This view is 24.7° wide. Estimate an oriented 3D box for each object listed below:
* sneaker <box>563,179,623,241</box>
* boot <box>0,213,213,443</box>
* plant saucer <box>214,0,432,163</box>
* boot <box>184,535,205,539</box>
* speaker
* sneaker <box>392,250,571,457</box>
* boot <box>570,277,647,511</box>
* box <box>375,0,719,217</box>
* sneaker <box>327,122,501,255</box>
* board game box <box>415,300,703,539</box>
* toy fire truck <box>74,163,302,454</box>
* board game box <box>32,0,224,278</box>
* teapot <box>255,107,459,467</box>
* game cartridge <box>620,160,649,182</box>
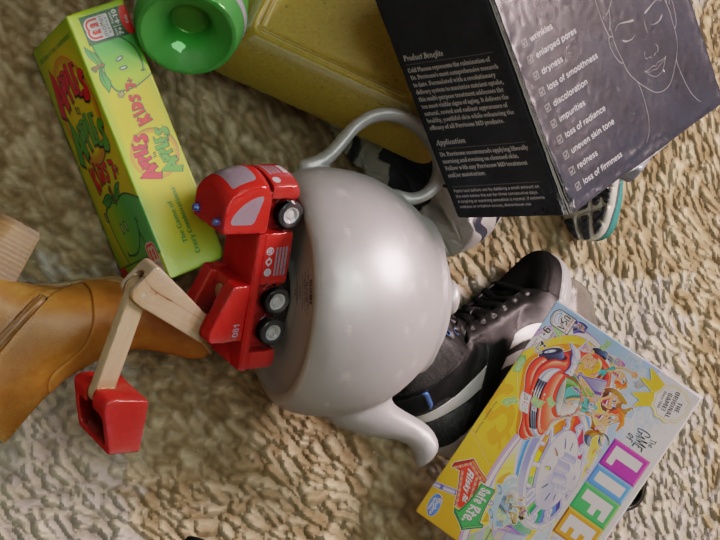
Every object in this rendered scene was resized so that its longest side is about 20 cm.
[{"bbox_3d":[0.226,-0.118,1.436,0.080,0.077,0.200,21,73,-31],"label":"sneaker"},{"bbox_3d":[-0.222,0.064,1.200,0.201,0.071,0.144,30,77,-16],"label":"boot"},{"bbox_3d":[0.005,-0.213,1.274,0.200,0.048,0.200,24,85,1],"label":"plant saucer"},{"bbox_3d":[-0.110,0.319,1.202,0.168,0.076,0.200,-45,108,-28],"label":"boot"},{"bbox_3d":[-0.118,-0.236,1.234,0.088,0.088,0.200,26,40,-20],"label":"speaker"},{"bbox_3d":[0.092,0.042,1.328,0.112,0.073,0.200,49,65,-35],"label":"sneaker"},{"bbox_3d":[0.198,0.098,1.355,0.068,0.131,0.201,5,80,-26],"label":"boot"},{"bbox_3d":[0.141,-0.169,1.214,0.200,0.124,0.197,-34,112,-34],"label":"box"},{"bbox_3d":[0.062,-0.122,1.358,0.199,0.080,0.130,48,48,6],"label":"sneaker"},{"bbox_3d":[0.154,0.143,1.277,0.134,0.034,0.200,34,94,14],"label":"board game box"},{"bbox_3d":[-0.121,0.024,1.154,0.141,0.049,0.200,-6,116,-35],"label":"toy fire truck"},{"bbox_3d":[-0.174,-0.088,1.220,0.048,0.102,0.200,-23,93,-25],"label":"board game box"},{"bbox_3d":[0.006,0.013,1.230,0.146,0.200,0.198,0,44,-21],"label":"teapot"},{"bbox_3d":[0.203,-0.174,1.381,0.133,0.040,0.200,20,61,-8],"label":"game cartridge"}]
